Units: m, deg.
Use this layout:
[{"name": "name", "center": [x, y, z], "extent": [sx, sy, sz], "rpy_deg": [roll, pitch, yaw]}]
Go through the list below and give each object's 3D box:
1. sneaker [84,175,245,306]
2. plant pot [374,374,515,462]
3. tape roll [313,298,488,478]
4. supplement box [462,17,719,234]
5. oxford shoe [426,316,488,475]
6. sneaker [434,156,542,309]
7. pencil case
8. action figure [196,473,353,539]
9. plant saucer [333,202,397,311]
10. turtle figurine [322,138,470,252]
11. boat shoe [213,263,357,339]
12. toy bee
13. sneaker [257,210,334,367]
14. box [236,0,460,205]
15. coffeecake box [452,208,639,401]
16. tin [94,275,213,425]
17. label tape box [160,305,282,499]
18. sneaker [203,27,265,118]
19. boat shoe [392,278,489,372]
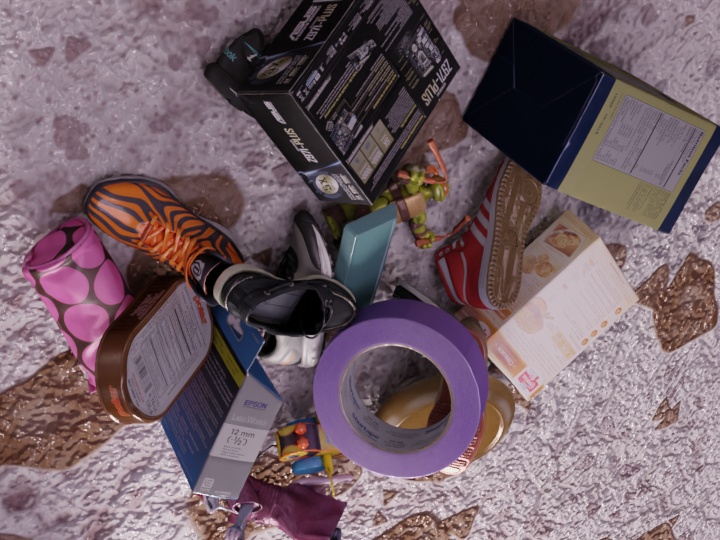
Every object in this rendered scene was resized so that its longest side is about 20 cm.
[{"name": "sneaker", "center": [-0.193, -0.030, 1.307], "extent": [0.199, 0.112, 0.078], "rpy_deg": [24, 105, -34]}, {"name": "plant pot", "center": [0.109, 0.206, 1.601], "extent": [0.198, 0.028, 0.201], "rpy_deg": [-9, 138, -8]}, {"name": "tape roll", "center": [0.047, 0.138, 1.439], "extent": [0.198, 0.066, 0.202], "rpy_deg": [4, 109, 13]}, {"name": "supplement box", "center": [0.263, -0.165, 1.401], "extent": [0.199, 0.200, 0.135], "rpy_deg": [17, 109, -32]}, {"name": "oxford shoe", "center": [0.126, 0.153, 1.500], "extent": [0.070, 0.074, 0.202], "rpy_deg": [14, 112, 11]}, {"name": "sneaker", "center": [0.154, -0.050, 1.505], "extent": [0.071, 0.112, 0.202], "rpy_deg": [21, 76, -31]}, {"name": "pencil case", "center": [-0.289, 0.043, 1.322], "extent": [0.093, 0.091, 0.201], "rpy_deg": [-19, 123, 5]}, {"name": "action figure", "center": [-0.112, 0.286, 1.532], "extent": [0.199, 0.134, 0.150], "rpy_deg": [24, 71, -9]}, {"name": "plant saucer", "center": [0.000, 0.000, 1.416], "extent": [0.070, 0.019, 0.201], "rpy_deg": [-25, 154, -25]}, {"name": "turtle figurine", "center": [0.038, -0.078, 1.418], "extent": [0.160, 0.065, 0.200], "rpy_deg": [-24, 152, -3]}, {"name": "boat shoe", "center": [-0.066, 0.043, 1.334], "extent": [0.199, 0.066, 0.075], "rpy_deg": [21, 107, -47]}, {"name": "toy bee", "center": [-0.061, 0.217, 1.501], "extent": [0.199, 0.132, 0.109], "rpy_deg": [-27, 172, -27]}, {"name": "sneaker", "center": [-0.078, 0.027, 1.423], "extent": [0.079, 0.074, 0.202], "rpy_deg": [-2, 118, -19]}, {"name": "box", "center": [-0.008, -0.197, 1.273], "extent": [0.164, 0.086, 0.201], "rpy_deg": [50, 61, -37]}, {"name": "coffeecake box", "center": [0.239, 0.047, 1.577], "extent": [0.200, 0.073, 0.154], "rpy_deg": [-42, 135, 1]}, {"name": "tin", "center": [-0.216, 0.084, 1.323], "extent": [0.042, 0.200, 0.113], "rpy_deg": [0, 121, 22]}, {"name": "label tape box", "center": [-0.148, 0.135, 1.402], "extent": [0.066, 0.143, 0.201], "rpy_deg": [17, 108, -32]}, {"name": "sneaker", "center": [-0.071, -0.177, 1.310], "extent": [0.200, 0.075, 0.079], "rpy_deg": [35, 96, -36]}, {"name": "boat shoe", "center": [0.093, 0.085, 1.536], "extent": [0.060, 0.076, 0.200], "rpy_deg": [-46, 126, -3]}]
